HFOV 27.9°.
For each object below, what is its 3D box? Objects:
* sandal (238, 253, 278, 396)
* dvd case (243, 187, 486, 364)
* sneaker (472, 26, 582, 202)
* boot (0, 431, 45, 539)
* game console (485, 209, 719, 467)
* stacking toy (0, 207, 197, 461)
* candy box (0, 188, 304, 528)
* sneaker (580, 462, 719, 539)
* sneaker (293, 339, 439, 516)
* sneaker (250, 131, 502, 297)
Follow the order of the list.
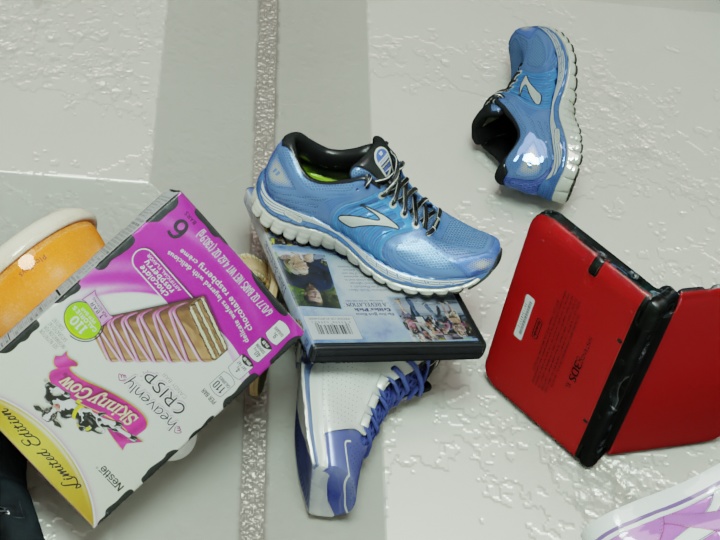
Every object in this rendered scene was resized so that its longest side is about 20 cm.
[{"bbox_3d":[-0.095,0.017,1.152,0.069,0.078,0.212,11,41,1],"label":"sandal"},{"bbox_3d":[0.000,0.000,1.133,0.142,0.018,0.200,1,38,-23],"label":"dvd case"},{"bbox_3d":[0.149,-0.153,1.324,0.089,0.079,0.201,7,49,-7],"label":"sneaker"},{"bbox_3d":[-0.313,0.167,0.981,0.199,0.077,0.168,-2,46,-19],"label":"boot"},{"bbox_3d":[0.206,0.046,1.093,0.119,0.200,0.172,-33,61,-32],"label":"game console"},{"bbox_3d":[-0.200,0.067,1.077,0.200,0.146,0.146,47,56,6],"label":"stacking toy"},{"bbox_3d":[-0.158,0.059,1.008,0.200,0.061,0.136,-43,103,-8],"label":"candy box"},{"bbox_3d":[0.273,0.205,1.062,0.200,0.073,0.114,-23,60,-14],"label":"sneaker"},{"bbox_3d":[0.008,0.085,1.104,0.115,0.081,0.200,2,48,-5],"label":"sneaker"},{"bbox_3d":[0.016,-0.048,1.112,0.199,0.089,0.079,21,35,1],"label":"sneaker"}]
